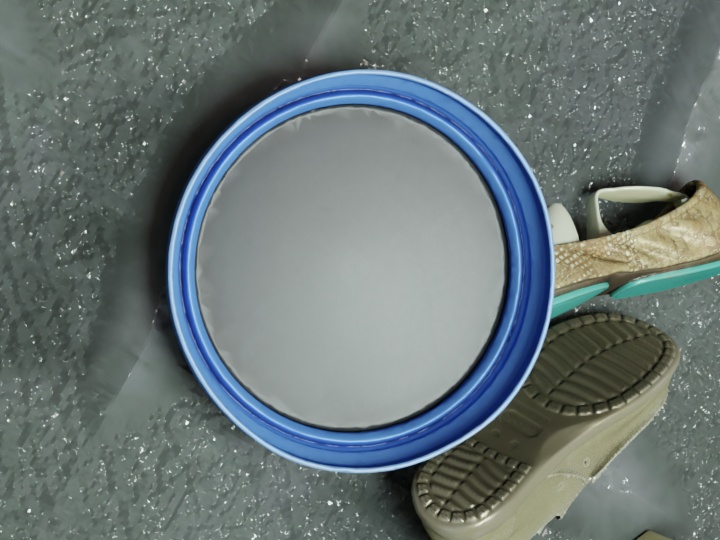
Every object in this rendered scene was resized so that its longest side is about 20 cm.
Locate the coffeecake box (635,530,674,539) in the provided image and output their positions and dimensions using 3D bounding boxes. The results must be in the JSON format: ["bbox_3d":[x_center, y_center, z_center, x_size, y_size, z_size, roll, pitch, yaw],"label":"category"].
[{"bbox_3d":[0.225,0.272,0.971,0.073,0.153,0.201,-31,111,-23],"label":"coffeecake box"}]

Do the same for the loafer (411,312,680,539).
[{"bbox_3d":[0.103,0.095,0.924,0.199,0.075,0.069,-34,143,-28],"label":"loafer"}]

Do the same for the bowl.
[{"bbox_3d":[0.000,0.000,0.833,0.198,0.039,0.203,-1,94,-11],"label":"bowl"}]

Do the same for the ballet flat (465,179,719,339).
[{"bbox_3d":[0.130,-0.010,0.936,0.198,0.070,0.066,-14,78,-31],"label":"ballet flat"}]
